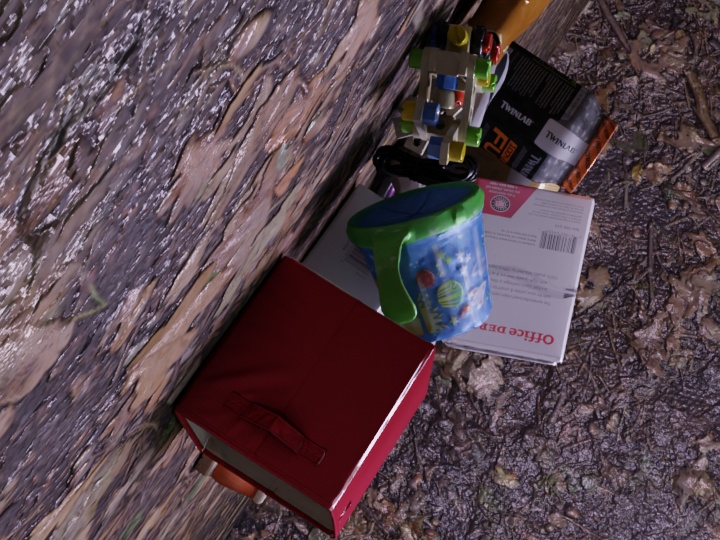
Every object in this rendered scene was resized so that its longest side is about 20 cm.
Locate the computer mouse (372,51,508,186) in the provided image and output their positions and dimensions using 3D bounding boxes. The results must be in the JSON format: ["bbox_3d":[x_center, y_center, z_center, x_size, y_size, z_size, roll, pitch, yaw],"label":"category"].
[{"bbox_3d":[0.096,-0.178,1.260,0.044,0.109,0.200,64,45,-59],"label":"computer mouse"}]

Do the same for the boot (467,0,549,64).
[{"bbox_3d":[0.165,-0.280,1.171,0.144,0.071,0.201,-57,-178,-33],"label":"boot"}]

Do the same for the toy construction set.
[{"bbox_3d":[0.082,-0.161,1.110,0.200,0.092,0.131,-112,-149,-86],"label":"toy construction set"}]

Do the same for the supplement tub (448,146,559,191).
[{"bbox_3d":[0.183,-0.123,1.515,0.200,0.144,0.145,-66,173,17],"label":"supplement tub"}]

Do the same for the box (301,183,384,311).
[{"bbox_3d":[0.000,0.000,1.340,0.124,0.097,0.200,-55,175,-10],"label":"box"}]

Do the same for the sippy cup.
[{"bbox_3d":[0.068,-0.005,1.168,0.178,0.131,0.140,-24,-164,-26],"label":"sippy cup"}]

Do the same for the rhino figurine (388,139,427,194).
[{"bbox_3d":[0.080,-0.073,1.424,0.087,0.060,0.200,-44,133,-39],"label":"rhino figurine"}]

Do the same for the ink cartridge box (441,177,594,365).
[{"bbox_3d":[0.182,0.000,1.411,0.085,0.145,0.200,-121,-139,-85],"label":"ink cartridge box"}]

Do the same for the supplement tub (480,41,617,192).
[{"bbox_3d":[0.186,-0.183,1.369,0.123,0.200,0.123,-55,175,-8],"label":"supplement tub"}]

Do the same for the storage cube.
[{"bbox_3d":[-0.047,0.124,1.132,0.180,0.171,0.200,-56,168,-18],"label":"storage cube"}]

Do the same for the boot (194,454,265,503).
[{"bbox_3d":[-0.130,0.232,1.568,0.075,0.107,0.200,-61,176,30],"label":"boot"}]

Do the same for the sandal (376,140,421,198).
[{"bbox_3d":[0.077,-0.132,1.483,0.203,0.050,0.082,-56,167,10],"label":"sandal"}]
